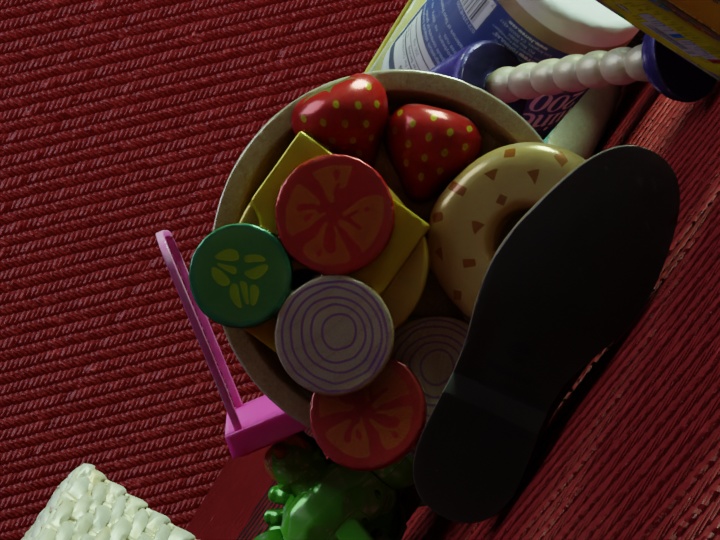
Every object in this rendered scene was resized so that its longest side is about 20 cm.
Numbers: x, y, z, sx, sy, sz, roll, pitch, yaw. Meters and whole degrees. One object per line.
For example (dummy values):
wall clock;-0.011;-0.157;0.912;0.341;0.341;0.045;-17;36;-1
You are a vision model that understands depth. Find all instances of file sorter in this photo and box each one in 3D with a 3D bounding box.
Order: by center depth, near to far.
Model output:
file sorter;0.000;0.000;1.434;0.199;0.126;0.139;-22;3;-1

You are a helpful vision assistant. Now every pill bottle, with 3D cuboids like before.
pill bottle;0.081;-0.128;1.606;0.200;0.111;0.111;-49;8;43

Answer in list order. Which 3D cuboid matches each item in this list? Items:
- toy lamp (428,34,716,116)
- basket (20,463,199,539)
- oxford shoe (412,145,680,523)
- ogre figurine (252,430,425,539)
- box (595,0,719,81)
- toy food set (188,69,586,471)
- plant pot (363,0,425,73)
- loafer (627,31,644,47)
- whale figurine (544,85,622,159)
toy lamp;0.109;-0.108;1.470;0.199;0.058;0.058;-7;45;52
basket;-0.175;0.270;1.731;0.161;0.198;0.200;-54;5;28
oxford shoe;0.087;0.022;1.258;0.201;0.071;0.071;-58;-2;18
ogre figurine;-0.002;0.124;1.440;0.199;0.099;0.120;-26;-4;10
box;0.188;-0.180;1.120;0.193;0.122;0.200;-58;3;4
toy food set;0.020;-0.002;1.339;0.198;0.199;0.049;-55;-4;0
plant pot;0.079;-0.164;2.366;0.201;0.141;0.200;-58;3;4
loafer;0.208;-0.223;1.606;0.201;0.070;0.068;-57;-4;9
whale figurine;0.107;-0.102;1.743;0.200;0.103;0.159;-56;4;20
